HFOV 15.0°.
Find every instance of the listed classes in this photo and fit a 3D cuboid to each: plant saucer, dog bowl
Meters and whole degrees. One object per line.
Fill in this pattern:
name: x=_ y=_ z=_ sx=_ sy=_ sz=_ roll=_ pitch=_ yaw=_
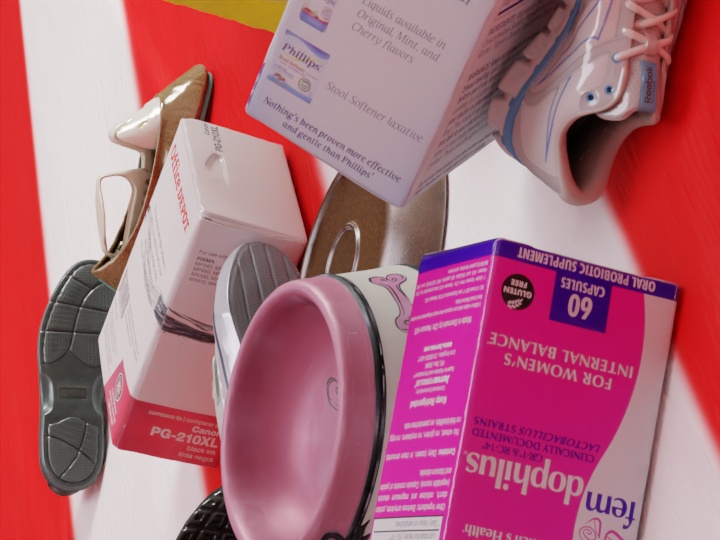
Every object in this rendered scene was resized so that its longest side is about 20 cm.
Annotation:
plant saucer: x=0.000 y=0.000 z=1.719 sx=0.200 sy=0.032 sz=0.201 roll=-166 pitch=90 yaw=-71
dog bowl: x=-0.015 y=0.091 z=1.580 sx=0.200 sy=0.074 sz=0.201 roll=-28 pitch=58 yaw=60

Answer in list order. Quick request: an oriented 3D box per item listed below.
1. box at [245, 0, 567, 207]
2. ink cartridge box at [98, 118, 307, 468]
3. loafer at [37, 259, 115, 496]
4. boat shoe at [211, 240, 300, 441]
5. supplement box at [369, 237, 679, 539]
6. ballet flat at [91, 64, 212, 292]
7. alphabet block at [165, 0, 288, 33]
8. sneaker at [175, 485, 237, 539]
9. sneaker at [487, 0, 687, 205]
box: x=0.053 y=-0.162 z=1.433 sx=0.184 sy=0.105 sz=0.200 roll=-37 pitch=-25 yaw=-59
ink cartridge box: x=-0.115 y=0.015 z=1.956 sx=0.145 sy=0.084 sz=0.200 roll=-107 pitch=34 yaw=-57
loafer: x=-0.243 y=0.092 z=2.305 sx=0.063 sy=0.072 sz=0.201 roll=135 pitch=143 yaw=-67
boat shoe: x=-0.073 y=0.072 z=1.801 sx=0.067 sy=0.073 sz=0.200 roll=-48 pitch=32 yaw=38
supplement box: x=0.074 y=0.095 z=1.321 sx=0.103 sy=0.101 sz=0.201 roll=167 pitch=115 yaw=-69
ballet flat: x=-0.176 y=-0.077 z=2.221 sx=0.068 sy=0.072 sz=0.201 roll=-168 pitch=92 yaw=-72
alphabet block: x=-0.075 y=-0.310 z=1.907 sx=0.195 sy=0.196 sz=0.200 roll=122 pitch=155 yaw=-45
sneaker: x=-0.108 y=0.234 z=1.803 sx=0.091 sy=0.076 sz=0.201 roll=-160 pitch=87 yaw=-80
sneaker: x=0.137 y=-0.120 z=1.372 sx=0.087 sy=0.075 sz=0.200 roll=58 pitch=135 yaw=47
